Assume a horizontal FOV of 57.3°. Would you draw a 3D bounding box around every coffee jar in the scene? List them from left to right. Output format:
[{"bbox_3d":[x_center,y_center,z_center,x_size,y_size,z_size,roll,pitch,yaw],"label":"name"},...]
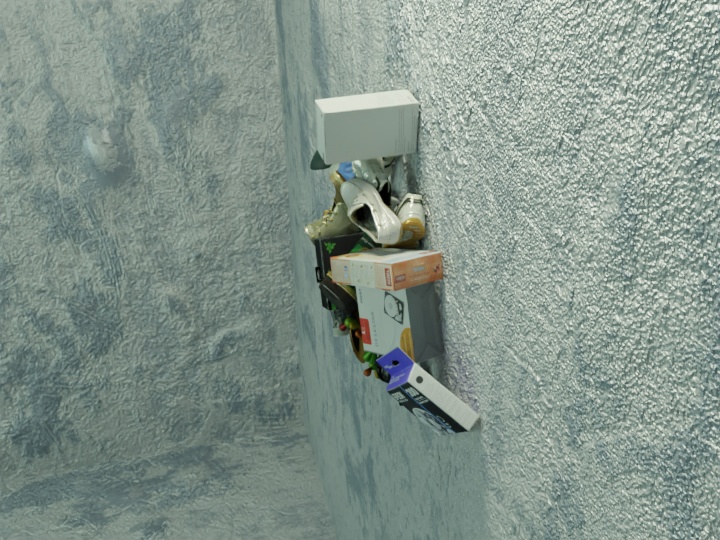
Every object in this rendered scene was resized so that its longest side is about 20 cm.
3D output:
[{"bbox_3d":[0.000,0.000,1.521,0.104,0.200,0.085,39,172,23],"label":"coffee jar"}]

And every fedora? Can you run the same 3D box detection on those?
[{"bbox_3d":[0.016,0.153,1.830,0.200,0.081,0.204,172,90,-77],"label":"fedora"}]

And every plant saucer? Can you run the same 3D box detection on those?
[{"bbox_3d":[-0.051,-0.329,1.721,0.039,0.201,0.201,42,160,4],"label":"plant saucer"}]

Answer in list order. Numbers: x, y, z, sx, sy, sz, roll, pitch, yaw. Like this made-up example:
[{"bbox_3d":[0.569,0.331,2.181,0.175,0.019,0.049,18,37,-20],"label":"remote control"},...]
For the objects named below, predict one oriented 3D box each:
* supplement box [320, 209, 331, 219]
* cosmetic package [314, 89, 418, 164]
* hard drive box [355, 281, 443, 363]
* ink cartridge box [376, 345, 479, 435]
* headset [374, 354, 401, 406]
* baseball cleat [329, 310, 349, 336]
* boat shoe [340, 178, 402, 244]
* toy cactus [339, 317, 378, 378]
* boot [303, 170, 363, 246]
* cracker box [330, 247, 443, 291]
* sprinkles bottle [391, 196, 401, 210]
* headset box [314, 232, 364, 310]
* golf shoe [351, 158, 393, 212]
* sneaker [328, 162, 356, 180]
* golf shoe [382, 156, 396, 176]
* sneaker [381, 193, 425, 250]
[{"bbox_3d":[-0.039,-0.048,1.824,0.197,0.131,0.203,136,129,-75],"label":"supplement box"},{"bbox_3d":[0.012,-0.289,1.325,0.081,0.197,0.114,-115,22,-52],"label":"cosmetic package"},{"bbox_3d":[0.079,0.100,1.397,0.199,0.076,0.158,1,100,60],"label":"hard drive box"},{"bbox_3d":[0.113,0.239,1.277,0.200,0.043,0.198,41,162,3],"label":"ink cartridge box"},{"bbox_3d":[0.091,0.248,1.466,0.095,0.123,0.200,-60,-23,-8],"label":"headset"},{"bbox_3d":[-0.051,0.110,1.731,0.201,0.069,0.108,74,-169,-60],"label":"baseball cleat"},{"bbox_3d":[0.006,-0.124,1.334,0.200,0.069,0.071,48,134,39],"label":"boat shoe"},{"bbox_3d":[0.042,0.173,1.650,0.200,0.102,0.166,49,127,18],"label":"toy cactus"},{"bbox_3d":[-0.074,-0.139,1.646,0.072,0.153,0.201,-110,-7,-51],"label":"boot"},{"bbox_3d":[0.050,-0.005,1.318,0.199,0.133,0.059,6,104,52],"label":"cracker box"},{"bbox_3d":[0.045,-0.160,1.556,0.200,0.067,0.069,-124,29,-65],"label":"sprinkles bottle"},{"bbox_3d":[-0.016,-0.004,1.617,0.093,0.197,0.177,-167,71,-77],"label":"headset box"},{"bbox_3d":[0.037,-0.195,1.397,0.097,0.077,0.203,-14,85,62],"label":"golf shoe"},{"bbox_3d":[0.005,-0.282,1.672,0.111,0.077,0.200,46,129,10],"label":"sneaker"},{"bbox_3d":[0.047,-0.265,1.476,0.088,0.076,0.202,-121,25,-44],"label":"golf shoe"},{"bbox_3d":[0.097,-0.095,1.393,0.200,0.075,0.089,126,150,-68],"label":"sneaker"}]
